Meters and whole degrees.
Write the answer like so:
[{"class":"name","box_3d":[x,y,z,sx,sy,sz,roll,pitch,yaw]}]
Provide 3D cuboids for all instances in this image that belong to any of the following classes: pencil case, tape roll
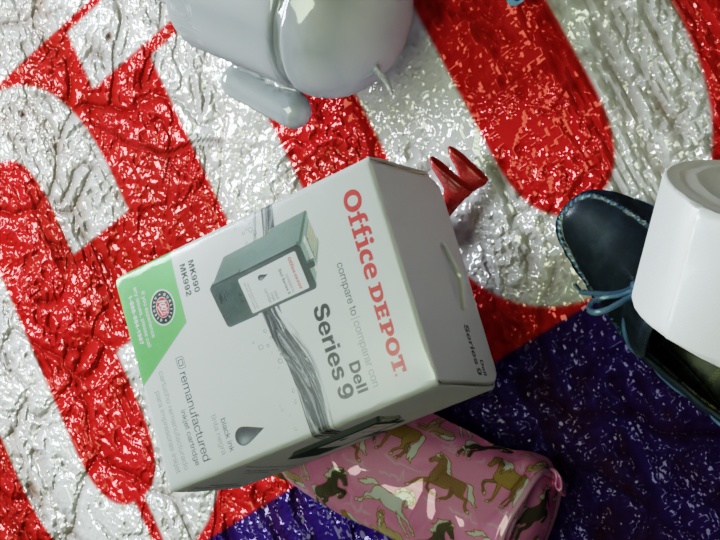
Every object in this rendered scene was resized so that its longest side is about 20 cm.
[{"class":"pencil case","box_3d":[0.033,0.128,1.008,0.199,0.083,0.087,23,116,31]},{"class":"tape roll","box_3d":[0.241,0.005,0.792,0.202,0.202,0.071,23,111,30]}]

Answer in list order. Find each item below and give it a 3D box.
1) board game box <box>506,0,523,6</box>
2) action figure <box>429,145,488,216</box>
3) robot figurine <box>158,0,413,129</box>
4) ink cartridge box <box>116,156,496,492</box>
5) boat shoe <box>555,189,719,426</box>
[{"class":"board game box","box_3d":[0.062,-0.272,0.906,0.199,0.026,0.200,26,128,-14]},{"class":"action figure","box_3d":[0.000,0.000,1.036,0.052,0.065,0.200,40,113,1]},{"class":"robot figurine","box_3d":[-0.048,-0.181,1.027,0.199,0.113,0.170,25,118,30]},{"class":"ink cartridge box","box_3d":[-0.036,0.036,0.962,0.199,0.084,0.147,-25,74,26]},{"class":"boat shoe","box_3d":[0.188,0.022,0.909,0.200,0.069,0.084,42,113,25]}]
